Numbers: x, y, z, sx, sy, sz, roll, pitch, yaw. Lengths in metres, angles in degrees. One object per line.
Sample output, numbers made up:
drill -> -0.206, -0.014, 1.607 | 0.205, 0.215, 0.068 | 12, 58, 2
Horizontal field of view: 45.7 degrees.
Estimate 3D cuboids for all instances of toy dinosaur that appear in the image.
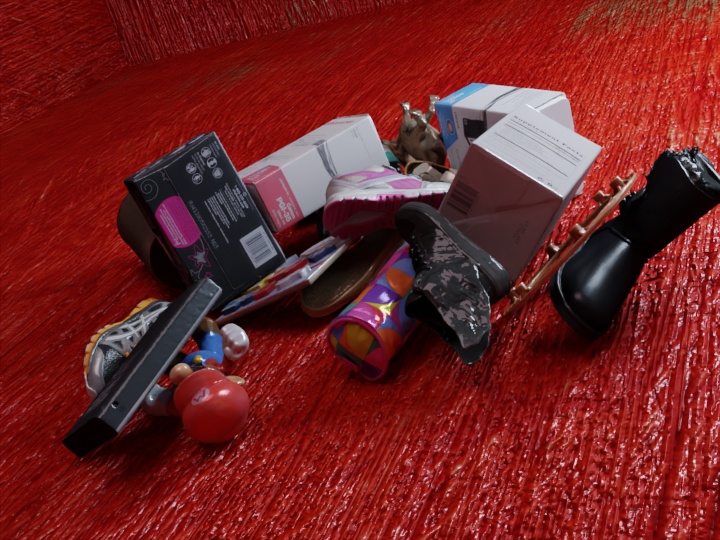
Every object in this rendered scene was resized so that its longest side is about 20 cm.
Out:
toy dinosaur -> 0.101, -0.196, 1.361 | 0.084, 0.138, 0.200 | -5, 27, -17

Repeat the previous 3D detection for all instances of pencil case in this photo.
pencil case -> 0.041, 0.038, 0.960 | 0.087, 0.090, 0.200 | 1, 28, 34

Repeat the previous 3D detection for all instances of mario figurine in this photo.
mario figurine -> -0.180, 0.107, 0.918 | 0.104, 0.126, 0.200 | 3, 13, -18

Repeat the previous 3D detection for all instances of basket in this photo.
basket -> -0.282, -0.061, 1.324 | 0.179, 0.137, 0.200 | -29, 30, -8

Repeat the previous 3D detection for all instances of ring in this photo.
ring -> 0.214, -0.028, 0.897 | 0.201, 0.019, 0.200 | -47, -6, -6

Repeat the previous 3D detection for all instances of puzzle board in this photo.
puzzle board -> -0.093, 0.003, 1.115 | 0.199, 0.018, 0.151 | -23, 16, 42

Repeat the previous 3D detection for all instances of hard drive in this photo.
hard drive -> -0.240, 0.105, 0.942 | 0.139, 0.033, 0.201 | -34, 20, 51

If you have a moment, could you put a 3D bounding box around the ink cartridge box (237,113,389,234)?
ink cartridge box -> -0.076, -0.142, 1.236 | 0.199, 0.084, 0.146 | -32, 18, -17

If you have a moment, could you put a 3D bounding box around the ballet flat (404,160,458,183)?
ballet flat -> 0.124, -0.122, 1.245 | 0.069, 0.063, 0.199 | -53, 30, -8

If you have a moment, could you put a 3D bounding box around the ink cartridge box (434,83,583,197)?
ink cartridge box -> 0.207, -0.176, 1.208 | 0.083, 0.147, 0.199 | -28, 27, -21

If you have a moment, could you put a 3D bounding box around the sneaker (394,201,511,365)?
sneaker -> 0.078, 0.007, 0.896 | 0.104, 0.060, 0.199 | -35, 53, -22

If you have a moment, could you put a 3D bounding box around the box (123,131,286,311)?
box -> -0.213, -0.069, 1.170 | 0.131, 0.202, 0.114 | -34, 18, -17

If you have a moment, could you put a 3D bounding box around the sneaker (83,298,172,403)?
sneaker -> -0.270, 0.095, 1.058 | 0.076, 0.079, 0.201 | 2, 31, 19

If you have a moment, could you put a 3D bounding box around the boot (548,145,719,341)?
boot -> 0.280, -0.035, 0.857 | 0.168, 0.076, 0.200 | -50, -2, 37

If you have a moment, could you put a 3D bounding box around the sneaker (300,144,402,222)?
sneaker -> -0.025, -0.127, 1.353 | 0.198, 0.072, 0.080 | -29, 41, -1

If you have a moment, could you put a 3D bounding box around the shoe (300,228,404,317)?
shoe -> 0.000, 0.000, 1.104 | 0.069, 0.054, 0.200 | 25, 55, 34

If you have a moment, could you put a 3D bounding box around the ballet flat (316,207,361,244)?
ballet flat -> -0.026, -0.068, 1.239 | 0.072, 0.074, 0.200 | -19, 9, -4

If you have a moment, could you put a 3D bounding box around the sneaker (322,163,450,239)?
sneaker -> 0.043, -0.095, 1.086 | 0.197, 0.082, 0.089 | 1, 43, -18

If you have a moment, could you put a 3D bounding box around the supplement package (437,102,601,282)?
supplement package -> 0.188, -0.099, 1.015 | 0.119, 0.122, 0.200 | 32, 33, 12
